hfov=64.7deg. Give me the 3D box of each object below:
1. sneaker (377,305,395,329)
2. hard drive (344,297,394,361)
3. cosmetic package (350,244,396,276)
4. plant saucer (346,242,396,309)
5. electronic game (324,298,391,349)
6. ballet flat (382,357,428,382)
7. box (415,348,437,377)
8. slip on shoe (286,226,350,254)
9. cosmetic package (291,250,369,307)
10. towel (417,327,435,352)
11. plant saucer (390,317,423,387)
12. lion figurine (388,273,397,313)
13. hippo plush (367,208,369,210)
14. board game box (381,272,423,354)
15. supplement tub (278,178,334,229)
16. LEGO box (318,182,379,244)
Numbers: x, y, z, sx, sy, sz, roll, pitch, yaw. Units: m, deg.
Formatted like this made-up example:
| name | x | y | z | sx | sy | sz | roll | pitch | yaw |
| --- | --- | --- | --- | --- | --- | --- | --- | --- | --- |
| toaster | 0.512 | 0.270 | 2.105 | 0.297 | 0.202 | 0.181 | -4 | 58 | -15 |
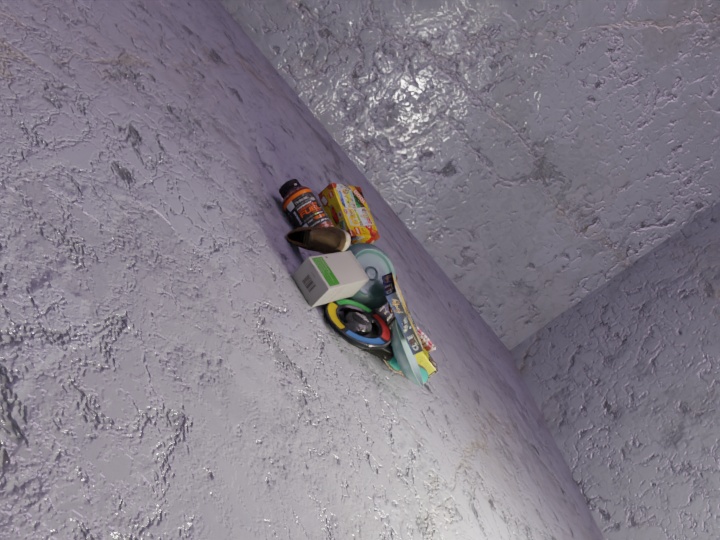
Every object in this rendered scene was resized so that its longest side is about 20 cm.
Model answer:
| name | x | y | z | sx | sy | sz | roll | pitch | yaw |
| --- | --- | --- | --- | --- | --- | --- | --- | --- | --- |
| sneaker | 0.057 | 0.139 | 1.821 | 0.200 | 0.075 | 0.081 | 46 | -19 | 9 |
| hard drive | 0.020 | 0.163 | 1.605 | 0.138 | 0.033 | 0.201 | 27 | 23 | -18 |
| cosmetic package | 0.000 | 0.000 | 1.750 | 0.198 | 0.108 | 0.091 | 25 | 24 | -21 |
| plant saucer | 0.027 | 0.011 | 1.667 | 0.201 | 0.200 | 0.036 | 51 | -30 | -4 |
| electronic game | -0.006 | 0.140 | 1.514 | 0.197 | 0.042 | 0.201 | 23 | 23 | -11 |
| ballet flat | 0.116 | 0.275 | 1.679 | 0.200 | 0.071 | 0.065 | 42 | -23 | -22 |
| box | 0.185 | 0.269 | 1.930 | 0.201 | 0.050 | 0.075 | 51 | 14 | -7 |
| slip on shoe | -0.120 | -0.089 | 1.595 | 0.197 | 0.078 | 0.060 | 12 | 5 | 33 |
| cosmetic package | -0.077 | 0.019 | 1.522 | 0.108 | 0.085 | 0.199 | 54 | 31 | 13 |
| towel | 0.184 | 0.205 | 1.981 | 0.200 | 0.030 | 0.146 | 49 | -11 | 6 |
| plant saucer | 0.120 | 0.233 | 1.576 | 0.201 | 0.038 | 0.204 | -23 | 91 | -83 |
| lion figurine | 0.105 | 0.071 | 1.880 | 0.201 | 0.071 | 0.124 | -117 | -160 | -45 |
| hippo plush | -0.066 | -0.156 | 2.054 | 0.160 | 0.157 | 0.204 | -18 | 112 | -57 |
| board game box | 0.119 | 0.121 | 1.616 | 0.136 | 0.034 | 0.202 | -95 | 160 | -67 |
| supplement tub | -0.173 | -0.183 | 1.757 | 0.201 | 0.106 | 0.107 | 55 | 14 | 12 |
| LEGO box | -0.038 | -0.181 | 1.900 | 0.148 | 0.077 | 0.203 | -1 | 63 | -49 |
